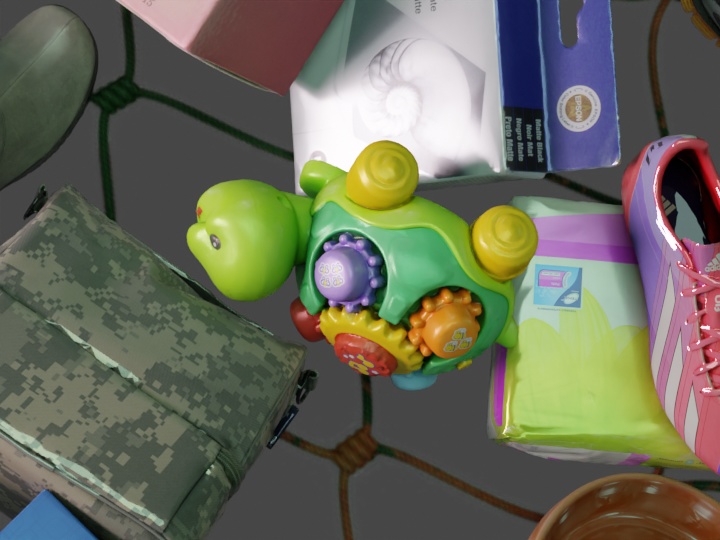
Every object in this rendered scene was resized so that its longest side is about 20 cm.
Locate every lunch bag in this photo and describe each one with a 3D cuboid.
[{"bbox_3d":[-0.140,0.063,0.908,0.199,0.139,0.168,35,63,-3],"label":"lunch bag"}]

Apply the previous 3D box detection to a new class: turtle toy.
[{"bbox_3d":[0.000,0.000,0.920,0.199,0.146,0.102,28,67,-3],"label":"turtle toy"}]

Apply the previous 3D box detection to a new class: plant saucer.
[{"bbox_3d":[0.173,0.218,0.939,0.199,0.032,0.202,12,60,-22],"label":"plant saucer"}]

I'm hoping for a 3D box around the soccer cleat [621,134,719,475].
[{"bbox_3d":[0.196,0.021,0.912,0.066,0.076,0.201,-12,82,-9],"label":"soccer cleat"}]

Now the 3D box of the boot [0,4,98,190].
[{"bbox_3d":[-0.220,-0.079,0.921,0.068,0.131,0.200,38,80,-3],"label":"boot"}]

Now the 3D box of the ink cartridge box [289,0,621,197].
[{"bbox_3d":[0.047,-0.148,0.947,0.199,0.041,0.201,-6,86,28],"label":"ink cartridge box"}]

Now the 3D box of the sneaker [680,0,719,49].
[{"bbox_3d":[0.288,-0.135,1.013,0.200,0.077,0.078,39,78,-1],"label":"sneaker"}]

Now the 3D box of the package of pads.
[{"bbox_3d":[0.178,0.043,0.980,0.198,0.068,0.156,4,81,-5],"label":"package of pads"}]

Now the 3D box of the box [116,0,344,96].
[{"bbox_3d":[-0.059,-0.224,0.922,0.128,0.109,0.201,38,100,29],"label":"box"}]

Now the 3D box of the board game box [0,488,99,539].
[{"bbox_3d":[-0.125,0.219,0.877,0.200,0.152,0.045,45,62,1],"label":"board game box"}]
